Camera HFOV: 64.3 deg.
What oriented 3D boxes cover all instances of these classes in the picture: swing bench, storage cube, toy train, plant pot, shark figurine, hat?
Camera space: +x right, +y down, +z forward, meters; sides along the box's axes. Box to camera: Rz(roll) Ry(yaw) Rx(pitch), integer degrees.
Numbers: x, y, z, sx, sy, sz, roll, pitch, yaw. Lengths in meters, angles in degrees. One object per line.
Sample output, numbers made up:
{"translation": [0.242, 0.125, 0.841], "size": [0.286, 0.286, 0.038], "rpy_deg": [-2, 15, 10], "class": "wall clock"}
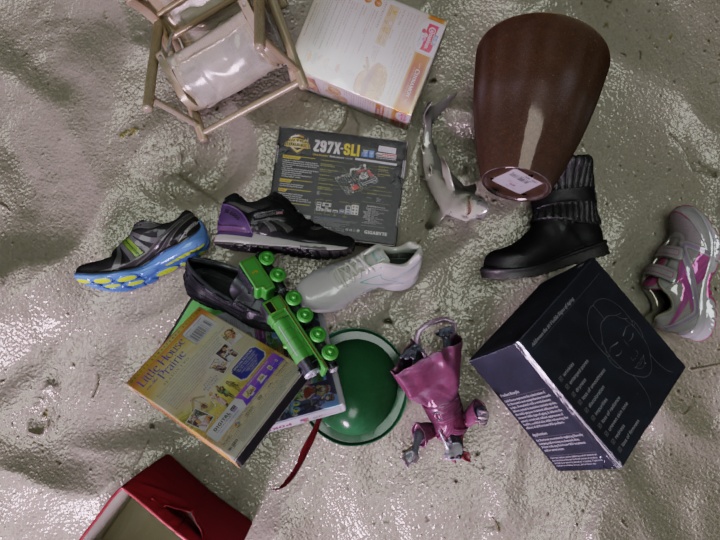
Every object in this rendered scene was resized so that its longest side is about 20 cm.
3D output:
{"translation": [-0.204, -0.326, 0.808], "size": [0.197, 0.130, 0.202], "rpy_deg": [-20, 74, 20], "class": "swing bench"}
{"translation": [-0.270, 0.381, 0.757], "size": [0.170, 0.180, 0.201], "rpy_deg": [37, 85, 2], "class": "storage cube"}
{"translation": [-0.099, 0.058, 0.760], "size": [0.056, 0.042, 0.201], "rpy_deg": [-26, 68, -25], "class": "toy train"}
{"translation": [0.231, -0.206, 0.788], "size": [0.185, 0.187, 0.202], "rpy_deg": [16, 73, 0], "class": "plant pot"}
{"translation": [0.139, -0.151, 0.871], "size": [0.089, 0.128, 0.216], "rpy_deg": [-7, 66, -26], "class": "shark figurine"}
{"translation": [-0.013, 0.181, 0.776], "size": [0.164, 0.176, 0.202], "rpy_deg": [7, 86, 2], "class": "hat"}

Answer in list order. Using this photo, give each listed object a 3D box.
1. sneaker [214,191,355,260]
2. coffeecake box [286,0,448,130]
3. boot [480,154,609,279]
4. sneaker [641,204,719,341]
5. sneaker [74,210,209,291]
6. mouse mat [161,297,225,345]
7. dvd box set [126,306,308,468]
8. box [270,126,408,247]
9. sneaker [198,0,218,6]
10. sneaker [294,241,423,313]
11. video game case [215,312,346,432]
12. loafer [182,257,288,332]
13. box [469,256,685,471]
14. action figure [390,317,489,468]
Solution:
{"translation": [-0.103, -0.068, 0.803], "size": [0.198, 0.076, 0.089], "rpy_deg": [7, 82, 1], "class": "sneaker"}
{"translation": [0.010, -0.329, 0.870], "size": [0.198, 0.073, 0.155], "rpy_deg": [22, 86, 1], "class": "coffeecake box"}
{"translation": [0.261, -0.078, 0.850], "size": [0.209, 0.079, 0.159], "rpy_deg": [-15, 93, -13], "class": "boot"}
{"translation": [0.468, 0.002, 0.848], "size": [0.087, 0.081, 0.202], "rpy_deg": [2, 85, -2], "class": "sneaker"}
{"translation": [-0.323, -0.028, 0.850], "size": [0.198, 0.071, 0.083], "rpy_deg": [-24, 72, -4], "class": "sneaker"}
{"translation": [-0.208, 0.152, 0.862], "size": [0.199, 0.008, 0.162], "rpy_deg": [31, 85, 1], "class": "mouse mat"}
{"translation": [-0.189, 0.146, 0.758], "size": [0.199, 0.030, 0.147], "rpy_deg": [24, 57, 24], "class": "dvd box set"}
{"translation": [-0.035, -0.123, 0.865], "size": [0.198, 0.049, 0.161], "rpy_deg": [6, 84, 1], "class": "box"}
{"translation": [-0.176, -0.454, 0.889], "size": [0.199, 0.075, 0.100], "rpy_deg": [-29, 67, -3], "class": "sneaker"}
{"translation": [0.000, 0.000, 0.815], "size": [0.199, 0.080, 0.071], "rpy_deg": [-17, 64, -20], "class": "sneaker"}
{"translation": [-0.128, 0.128, 0.800], "size": [0.180, 0.023, 0.201], "rpy_deg": [-14, 50, -4], "class": "video game case"}
{"translation": [-0.165, 0.032, 0.818], "size": [0.199, 0.071, 0.068], "rpy_deg": [18, 48, 13], "class": "loafer"}
{"translation": [0.294, 0.127, 0.781], "size": [0.200, 0.124, 0.197], "rpy_deg": [-38, 88, -29], "class": "box"}
{"translation": [0.110, 0.191, 0.831], "size": [0.133, 0.149, 0.202], "rpy_deg": [-17, 105, 6], "class": "action figure"}
